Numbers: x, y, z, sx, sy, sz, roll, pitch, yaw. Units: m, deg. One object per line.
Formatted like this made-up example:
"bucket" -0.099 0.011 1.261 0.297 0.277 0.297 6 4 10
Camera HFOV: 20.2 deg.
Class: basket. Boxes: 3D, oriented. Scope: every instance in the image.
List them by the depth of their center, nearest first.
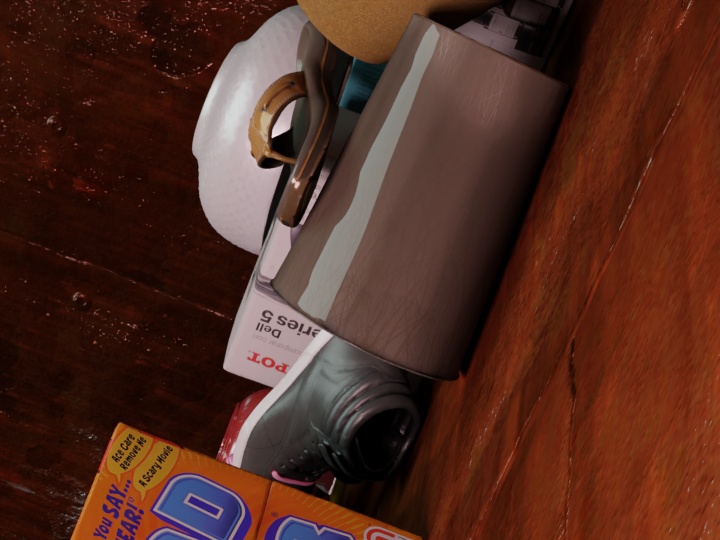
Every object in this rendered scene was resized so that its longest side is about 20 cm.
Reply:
"basket" 0.043 -0.052 1.310 0.201 0.135 0.180 -65 13 6

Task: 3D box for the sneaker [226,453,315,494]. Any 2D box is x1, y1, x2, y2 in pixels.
"sneaker" -0.066 0.193 1.625 0.200 0.078 0.096 100 162 -74

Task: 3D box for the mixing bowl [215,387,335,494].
"mixing bowl" -0.083 0.188 1.917 0.200 0.107 0.202 -159 90 -87

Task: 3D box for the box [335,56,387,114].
"box" -0.004 -0.098 1.554 0.083 0.049 0.201 -79 7 -54

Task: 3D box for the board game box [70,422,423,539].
"board game box" -0.098 0.254 1.172 0.200 0.198 0.201 -74 6 -55

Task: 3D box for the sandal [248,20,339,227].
"sandal" -0.047 -0.104 1.348 0.201 0.054 0.082 -87 12 -46

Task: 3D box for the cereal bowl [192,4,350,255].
"cereal bowl" -0.073 -0.117 1.554 0.200 0.083 0.202 24 -90 -87

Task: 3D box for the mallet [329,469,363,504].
"mallet" -0.026 0.201 1.635 0.066 0.041 0.201 -78 6 -58

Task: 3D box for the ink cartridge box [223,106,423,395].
"ink cartridge box" 0.000 0.000 1.478 0.084 0.144 0.201 -79 10 -59

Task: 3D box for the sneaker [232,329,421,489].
"sneaker" -0.027 0.128 1.443 0.201 0.070 0.100 -56 40 29

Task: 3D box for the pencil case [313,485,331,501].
"pencil case" -0.089 0.272 1.759 0.093 0.091 0.202 4 68 49

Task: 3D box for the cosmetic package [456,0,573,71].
"cosmetic package" 0.088 -0.150 1.496 0.051 0.082 0.201 -74 6 -54

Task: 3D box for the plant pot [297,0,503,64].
"plant pot" 0.049 -0.238 1.352 0.200 0.186 0.187 -46 16 30
